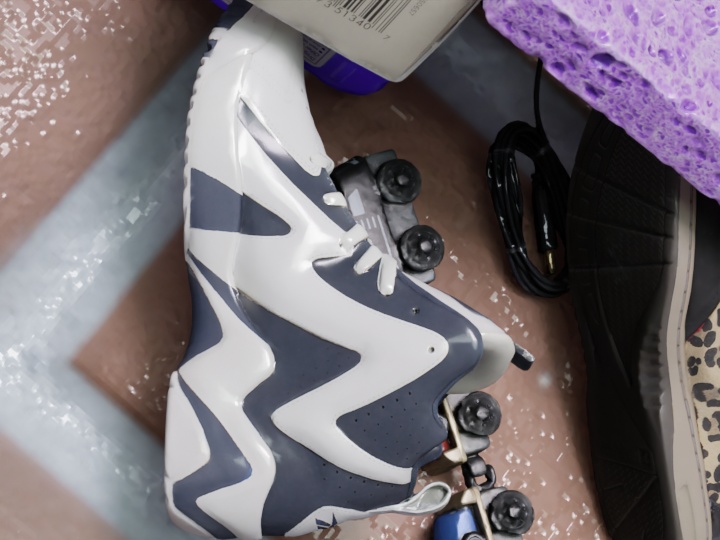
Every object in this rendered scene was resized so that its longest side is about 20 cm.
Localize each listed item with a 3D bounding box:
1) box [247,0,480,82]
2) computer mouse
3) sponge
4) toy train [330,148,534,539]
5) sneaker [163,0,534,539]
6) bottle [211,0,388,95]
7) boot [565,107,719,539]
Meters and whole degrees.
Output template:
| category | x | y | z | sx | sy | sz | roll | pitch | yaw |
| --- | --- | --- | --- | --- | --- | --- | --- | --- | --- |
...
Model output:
| category | x | y | z | sx | sy | sz | roll | pitch | yaw |
| --- | --- | --- | --- | --- | --- | --- | --- | --- | --- |
| box | 0.016 | -0.171 | 0.987 | 0.082 | 0.068 | 0.200 | 27 | 49 | -17 |
| computer mouse | 0.066 | -0.088 | 1.078 | 0.058 | 0.034 | 0.201 | 7 | 79 | -38 |
| sponge | 0.125 | -0.082 | 0.965 | 0.200 | 0.030 | 0.112 | 36 | 45 | -29 |
| toy train | 0.026 | 0.052 | 1.021 | 0.046 | 0.034 | 0.201 | -16 | 83 | -21 |
| sneaker | 0.000 | 0.000 | 0.976 | 0.129 | 0.080 | 0.200 | 4 | 75 | 1 |
| bottle | -0.055 | -0.152 | 1.020 | 0.200 | 0.065 | 0.084 | 36 | 60 | -10 |
| boot | 0.162 | 0.011 | 1.045 | 0.150 | 0.073 | 0.201 | -11 | 103 | -26 |
